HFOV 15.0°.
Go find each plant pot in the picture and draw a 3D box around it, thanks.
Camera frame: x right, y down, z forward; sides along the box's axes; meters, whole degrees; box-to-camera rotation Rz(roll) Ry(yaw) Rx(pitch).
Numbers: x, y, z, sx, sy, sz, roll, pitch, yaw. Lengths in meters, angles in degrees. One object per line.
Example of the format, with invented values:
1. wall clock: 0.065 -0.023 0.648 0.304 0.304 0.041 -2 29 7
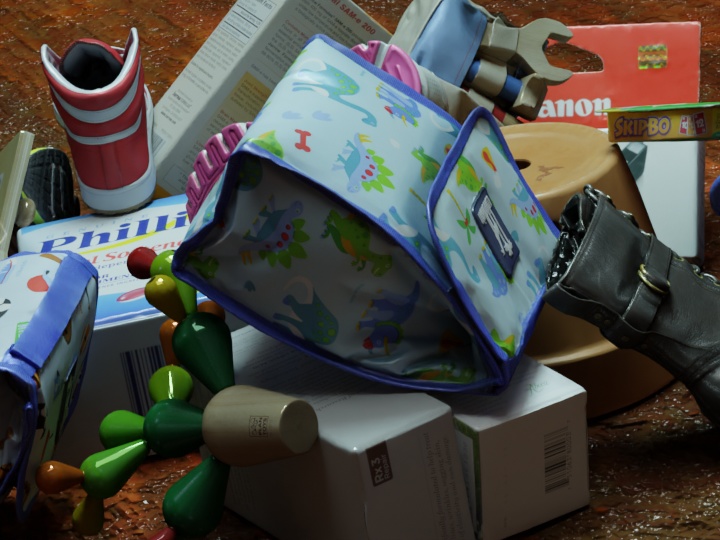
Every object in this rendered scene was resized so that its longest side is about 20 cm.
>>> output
1. plant pot: 0.106 -0.006 1.736 0.200 0.140 0.200 -9 22 4

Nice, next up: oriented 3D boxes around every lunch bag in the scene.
1. lunch bag: -0.239 0.088 1.610 0.200 0.124 0.170 -42 12 22
2. lunch bag: 0.017 -0.023 1.567 0.200 0.128 0.170 33 31 -2

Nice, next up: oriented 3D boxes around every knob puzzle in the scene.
1. knob puzzle: -0.254 0.025 1.811 0.030 0.220 0.220 17 16 -17

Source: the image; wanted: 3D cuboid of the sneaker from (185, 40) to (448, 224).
1. sneaker: -0.021 -0.067 1.714 0.200 0.081 0.088 -29 -21 28

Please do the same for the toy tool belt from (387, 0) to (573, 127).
1. toy tool belt: 0.080 -0.128 1.833 0.200 0.123 0.125 -61 17 -6

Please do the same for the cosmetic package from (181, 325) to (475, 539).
1. cosmetic package: -0.020 0.105 1.579 0.074 0.102 0.200 -24 27 -27

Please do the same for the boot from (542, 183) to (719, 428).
1. boot: 0.195 0.008 1.626 0.069 0.174 0.200 -49 4 32

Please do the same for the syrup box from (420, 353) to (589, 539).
1. syrup box: 0.043 0.078 1.612 0.081 0.079 0.200 -19 30 -28

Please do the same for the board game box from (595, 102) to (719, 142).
1. board game box: 0.243 -0.096 1.729 0.095 0.030 0.200 -1 0 43

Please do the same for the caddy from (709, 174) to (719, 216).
1. caddy: 0.326 -0.039 1.759 0.200 0.105 0.141 -3 25 17

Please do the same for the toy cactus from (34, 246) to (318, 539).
1. toy cactus: -0.097 0.082 1.536 0.165 0.200 0.102 -3 -19 45

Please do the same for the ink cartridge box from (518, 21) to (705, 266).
1. ink cartridge box: 0.135 -0.088 1.875 0.200 0.174 0.044 -1 -10 14

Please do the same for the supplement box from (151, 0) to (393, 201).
1. supplement box: -0.064 -0.111 1.955 0.200 0.126 0.074 -51 28 0

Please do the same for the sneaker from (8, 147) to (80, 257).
1. sneaker: -0.243 -0.034 1.943 0.081 0.074 0.200 -2 -17 -3

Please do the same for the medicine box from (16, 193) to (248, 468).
1. medicine box: -0.125 0.032 1.793 0.182 0.103 0.200 -12 23 -4

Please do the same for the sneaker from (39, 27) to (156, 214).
1. sneaker: -0.183 -0.136 1.892 0.071 0.113 0.200 -13 34 -6
